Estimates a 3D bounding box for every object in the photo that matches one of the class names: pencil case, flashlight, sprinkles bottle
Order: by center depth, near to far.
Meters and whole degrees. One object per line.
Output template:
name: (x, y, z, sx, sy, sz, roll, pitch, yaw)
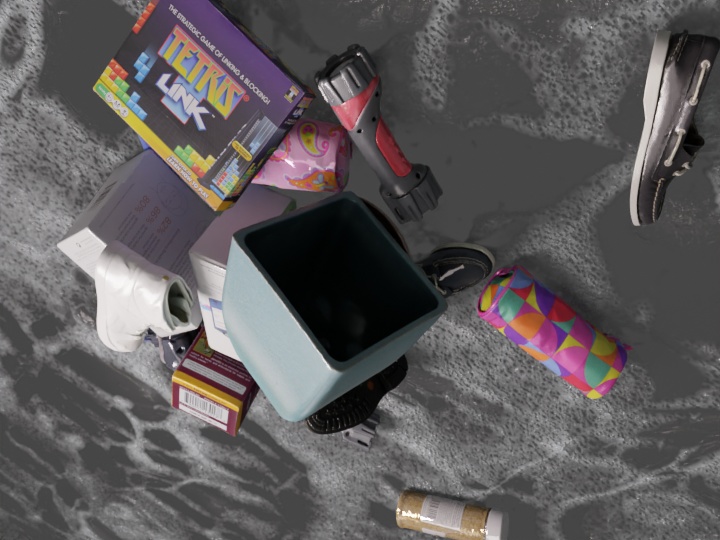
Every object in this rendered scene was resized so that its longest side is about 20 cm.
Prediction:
flashlight: (0.027, -0.150, 0.854, 0.067, 0.069, 0.201, -2, 135, 46)
pencil case: (-0.108, -0.144, 0.908, 0.194, 0.089, 0.089, 7, 135, 11)
pencil case: (0.241, 0.075, 0.953, 0.198, 0.089, 0.088, 35, 138, -9)
flashlight: (-0.063, 0.227, 1.278, 0.196, 0.068, 0.069, 22, 104, 1)
sprinkles bottle: (0.163, 0.443, 1.358, 0.195, 0.069, 0.069, 5, 134, 25)

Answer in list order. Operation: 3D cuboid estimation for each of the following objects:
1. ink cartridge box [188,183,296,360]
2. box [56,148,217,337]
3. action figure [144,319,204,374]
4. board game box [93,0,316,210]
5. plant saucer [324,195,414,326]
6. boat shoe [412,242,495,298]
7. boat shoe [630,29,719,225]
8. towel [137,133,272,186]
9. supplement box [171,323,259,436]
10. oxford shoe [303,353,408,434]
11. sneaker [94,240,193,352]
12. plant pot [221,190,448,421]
ink cartridge box: (-0.149, 0.008, 1.034, 0.086, 0.147, 0.203, 21, 142, 13)
box: (-0.285, -0.033, 1.059, 0.105, 0.154, 0.201, -14, 128, 44)
action figure: (-0.332, 0.107, 1.278, 0.196, 0.105, 0.197, -9, 117, 32)
board game box: (-0.173, -0.197, 0.841, 0.199, 0.057, 0.166, 42, 106, 4)
plant saucer: (0.000, 0.000, 0.990, 0.197, 0.034, 0.206, 17, 115, 38)
boat shoe: (0.083, 0.016, 0.992, 0.196, 0.062, 0.076, -11, 124, 35)
boat shoe: (0.300, -0.129, 0.732, 0.059, 0.074, 0.204, 12, 127, 23)
towel: (-0.212, -0.176, 0.995, 0.195, 0.024, 0.147, 8, 135, 21)
supplement box: (-0.188, 0.125, 1.139, 0.108, 0.202, 0.087, 23, 140, 4)
oxford shoe: (-0.016, 0.184, 1.113, 0.084, 0.198, 0.074, -31, 86, 47)
sneaker: (-0.270, 0.060, 0.969, 0.113, 0.074, 0.202, 25, 143, 8)
plant pot: (-0.052, 0.064, 0.914, 0.197, 0.194, 0.202, 49, 136, 18)
